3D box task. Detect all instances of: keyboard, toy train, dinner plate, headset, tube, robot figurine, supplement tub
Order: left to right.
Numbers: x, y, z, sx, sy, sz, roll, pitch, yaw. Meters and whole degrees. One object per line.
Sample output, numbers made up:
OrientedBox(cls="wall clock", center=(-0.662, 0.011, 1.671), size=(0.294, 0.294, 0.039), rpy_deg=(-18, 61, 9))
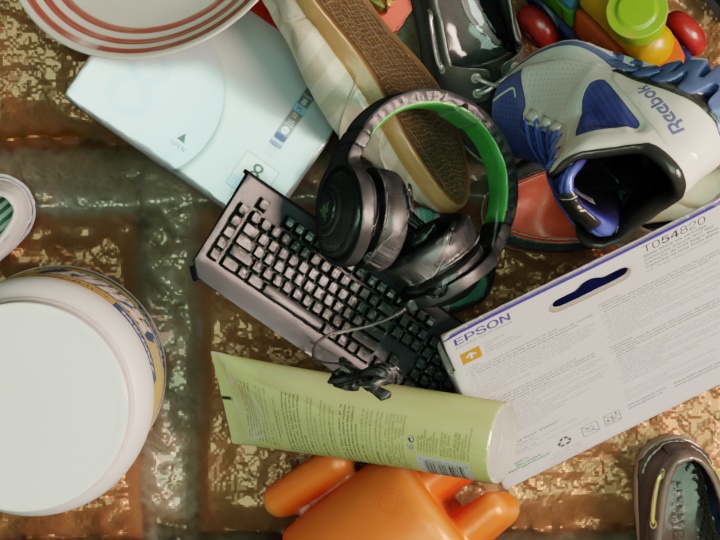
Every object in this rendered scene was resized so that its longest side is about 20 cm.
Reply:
OrientedBox(cls="supplement tub", center=(-0.198, 0.073, 1.173), size=(0.144, 0.200, 0.145), rpy_deg=(0, 93, -3))
OrientedBox(cls="dinner plate", center=(-0.134, -0.224, 1.218), size=(0.200, 0.024, 0.200), rpy_deg=(-4, 71, 13))
OrientedBox(cls="tube", center=(-0.001, 0.093, 1.186), size=(0.200, 0.052, 0.058), rpy_deg=(6, 86, 24))
OrientedBox(cls="keyboard", center=(0.000, 0.000, 1.196), size=(0.200, 0.021, 0.127), rpy_deg=(35, 76, -23))
OrientedBox(cls="robot figurine", center=(0.008, 0.194, 1.230), size=(0.200, 0.117, 0.144), rpy_deg=(-40, 116, 6))
OrientedBox(cls="headset", center=(0.031, -0.017, 1.148), size=(0.123, 0.094, 0.200), rpy_deg=(31, 76, -23))
OrientedBox(cls="toy train", center=(0.183, -0.143, 1.194), size=(0.085, 0.116, 0.200), rpy_deg=(-40, 72, -2))

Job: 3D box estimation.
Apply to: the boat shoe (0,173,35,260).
OrientedBox(cls="boat shoe", center=(-0.300, 0.008, 1.231), size=(0.074, 0.067, 0.200), rpy_deg=(44, 91, -4))

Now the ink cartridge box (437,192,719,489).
OrientedBox(cls="ink cartridge box", center=(0.152, 0.039, 1.204), size=(0.199, 0.200, 0.041), rpy_deg=(-26, 52, -1))

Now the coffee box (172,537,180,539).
OrientedBox(cls="coffee box", center=(-0.113, 0.296, 1.249), size=(0.113, 0.080, 0.200), rpy_deg=(-33, 94, -2))

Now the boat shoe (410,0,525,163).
OrientedBox(cls="boat shoe", center=(0.070, -0.163, 1.238), size=(0.067, 0.057, 0.200), rpy_deg=(-20, 95, -15))

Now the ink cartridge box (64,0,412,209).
OrientedBox(cls="ink cartridge box", center=(-0.074, -0.150, 1.243), size=(0.160, 0.047, 0.200), rpy_deg=(35, 93, -4))

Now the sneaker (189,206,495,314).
OrientedBox(cls="sneaker", center=(-0.011, -0.007, 1.250), size=(0.200, 0.088, 0.075), rpy_deg=(3, 89, -27))

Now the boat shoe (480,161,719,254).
OrientedBox(cls="boat shoe", center=(0.181, -0.048, 1.253), size=(0.200, 0.063, 0.071), rpy_deg=(-5, 95, -1))

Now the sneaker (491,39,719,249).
OrientedBox(cls="sneaker", center=(0.139, -0.076, 1.146), size=(0.115, 0.199, 0.081), rpy_deg=(-43, 120, -27))

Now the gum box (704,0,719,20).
OrientedBox(cls="gum box", center=(0.271, -0.293, 1.252), size=(0.200, 0.045, 0.170), rpy_deg=(-40, 94, -1))

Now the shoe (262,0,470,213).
OrientedBox(cls="shoe", center=(0.004, -0.120, 1.221), size=(0.053, 0.070, 0.200), rpy_deg=(-24, 105, 38))

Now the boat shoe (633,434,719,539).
OrientedBox(cls="boat shoe", center=(0.224, 0.214, 1.271), size=(0.072, 0.060, 0.200), rpy_deg=(-6, 93, -3))
